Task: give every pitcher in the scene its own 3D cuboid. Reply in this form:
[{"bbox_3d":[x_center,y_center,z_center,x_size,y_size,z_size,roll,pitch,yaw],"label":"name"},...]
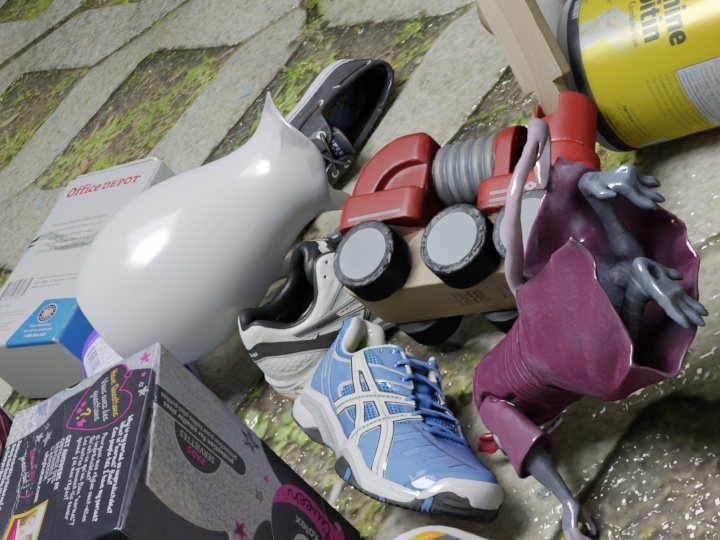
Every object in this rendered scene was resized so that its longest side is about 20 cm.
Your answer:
[{"bbox_3d":[-0.096,-0.011,0.970,0.200,0.172,0.121,-41,53,2],"label":"pitcher"}]

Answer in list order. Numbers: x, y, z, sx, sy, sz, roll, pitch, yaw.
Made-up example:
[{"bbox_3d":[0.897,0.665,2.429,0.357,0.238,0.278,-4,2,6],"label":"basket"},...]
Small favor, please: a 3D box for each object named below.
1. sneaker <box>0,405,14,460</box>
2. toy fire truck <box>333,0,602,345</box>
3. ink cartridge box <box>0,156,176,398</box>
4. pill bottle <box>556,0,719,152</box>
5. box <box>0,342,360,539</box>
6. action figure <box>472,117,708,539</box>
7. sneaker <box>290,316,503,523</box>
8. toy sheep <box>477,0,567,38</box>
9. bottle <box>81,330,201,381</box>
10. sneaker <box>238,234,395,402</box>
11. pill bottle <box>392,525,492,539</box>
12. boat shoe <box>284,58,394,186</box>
[{"bbox_3d":[-0.319,0.171,1.047,0.075,0.090,0.200,-41,22,13],"label":"sneaker"},{"bbox_3d":[0.074,-0.075,0.833,0.175,0.128,0.202,-9,59,33],"label":"toy fire truck"},{"bbox_3d":[-0.239,0.008,1.176,0.144,0.084,0.201,-7,48,43],"label":"ink cartridge box"},{"bbox_3d":[0.231,-0.150,0.820,0.199,0.112,0.113,-15,41,37],"label":"pill bottle"},{"bbox_3d":[-0.098,0.161,0.732,0.114,0.200,0.133,-25,36,23],"label":"box"},{"bbox_3d":[0.098,0.046,0.703,0.200,0.148,0.134,-56,3,48],"label":"action figure"},{"bbox_3d":[0.021,0.088,0.789,0.200,0.075,0.078,31,101,55],"label":"sneaker"},{"bbox_3d":[0.176,-0.226,0.956,0.199,0.138,0.138,-28,34,13],"label":"toy sheep"},{"bbox_3d":[-0.159,0.099,1.000,0.083,0.065,0.200,-38,32,0],"label":"bottle"},{"bbox_3d":[0.000,0.000,0.922,0.200,0.088,0.076,-46,30,-8],"label":"sneaker"},{"bbox_3d":[0.084,0.190,0.576,0.199,0.116,0.117,9,58,52],"label":"pill bottle"},{"bbox_3d":[-0.029,-0.106,1.104,0.066,0.070,0.201,-6,39,45],"label":"boat shoe"}]
